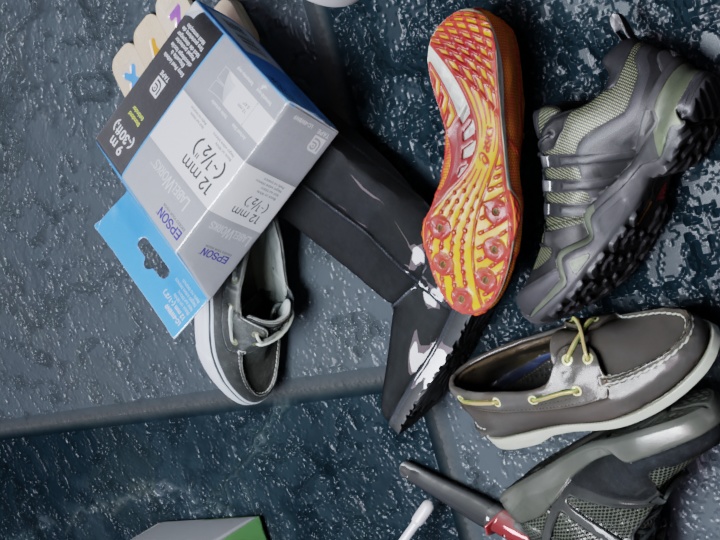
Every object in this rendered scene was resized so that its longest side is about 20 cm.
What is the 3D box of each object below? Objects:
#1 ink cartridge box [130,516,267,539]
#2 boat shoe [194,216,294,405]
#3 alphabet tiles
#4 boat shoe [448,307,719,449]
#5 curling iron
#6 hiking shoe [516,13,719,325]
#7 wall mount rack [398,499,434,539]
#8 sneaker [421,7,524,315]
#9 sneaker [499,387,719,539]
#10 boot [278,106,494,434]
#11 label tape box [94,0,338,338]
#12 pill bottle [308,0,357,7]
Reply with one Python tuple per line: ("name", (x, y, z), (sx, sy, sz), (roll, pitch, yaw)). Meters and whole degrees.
("ink cartridge box", (-0.135, 0.337, 1.152), (0.145, 0.084, 0.203), (-14, 96, 41))
("boat shoe", (-0.089, 0.031, 0.996), (0.070, 0.072, 0.202), (21, 133, 36))
("alphabet tiles", (-0.136, -0.125, 1.032), (0.200, 0.015, 0.197), (-41, 72, 39))
("boat shoe", (0.143, 0.067, 0.836), (0.060, 0.072, 0.200), (41, 136, -22))
("curling iron", (0.107, 0.201, 0.950), (0.199, 0.025, 0.050), (30, 119, 27))
("hiking shoe", (0.148, -0.060, 0.807), (0.101, 0.075, 0.201), (44, 119, 28))
("wall mount rack", (0.054, 0.290, 0.989), (0.199, 0.074, 0.175), (39, 135, 21))
("sneaker", (0.086, -0.071, 0.834), (0.072, 0.077, 0.203), (7, 98, 30))
("sneaker", (0.190, 0.156, 0.840), (0.115, 0.076, 0.199), (54, 133, 7))
("boot", (0.000, -0.001, 0.938), (0.199, 0.065, 0.166), (38, 117, 18))
("label tape box", (-0.128, -0.074, 0.924), (0.200, 0.066, 0.143), (-50, 53, 11))
("pill bottle", (0.018, -0.270, 0.800), (0.199, 0.112, 0.113), (-36, 82, 40))
